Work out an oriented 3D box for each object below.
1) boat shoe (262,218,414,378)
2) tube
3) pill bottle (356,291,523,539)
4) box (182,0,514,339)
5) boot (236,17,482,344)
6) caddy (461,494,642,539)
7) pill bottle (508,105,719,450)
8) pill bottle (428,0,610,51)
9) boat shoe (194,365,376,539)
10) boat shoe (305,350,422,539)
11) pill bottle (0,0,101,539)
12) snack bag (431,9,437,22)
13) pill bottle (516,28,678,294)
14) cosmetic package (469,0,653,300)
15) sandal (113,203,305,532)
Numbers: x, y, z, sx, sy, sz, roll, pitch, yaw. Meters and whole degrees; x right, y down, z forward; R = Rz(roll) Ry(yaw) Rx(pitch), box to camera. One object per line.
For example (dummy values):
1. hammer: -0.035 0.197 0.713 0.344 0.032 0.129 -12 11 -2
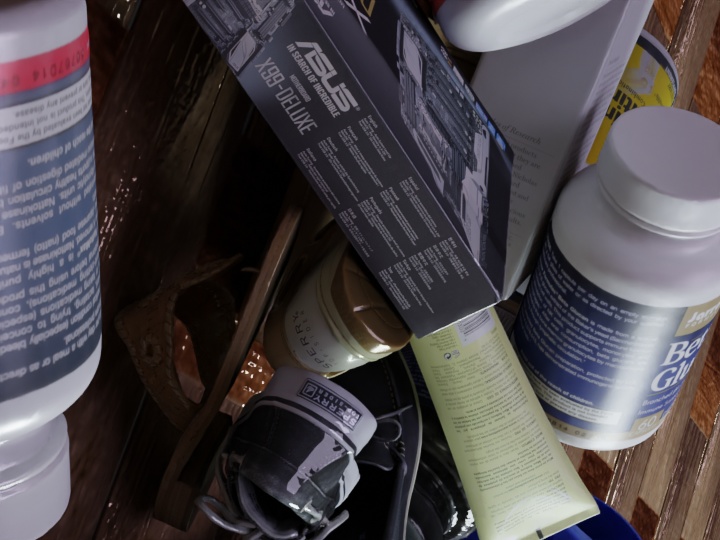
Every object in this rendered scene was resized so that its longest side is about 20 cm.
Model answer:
1. boat shoe: 0.000 0.000 0.788 0.074 0.066 0.200 60 21 -5
2. tube: 0.073 0.079 0.912 0.052 0.058 0.200 -46 118 -47
3. pill bottle: 0.052 0.105 1.005 0.200 0.112 0.112 -49 143 -42
4. box: 0.002 -0.090 0.735 0.200 0.050 0.158 56 22 -21
5. boot: 0.002 -0.050 0.900 0.175 0.066 0.200 12 94 -61
6. caddy: 0.101 0.192 1.063 0.141 0.200 0.105 -40 152 -53
7. pill bottle: 0.158 0.005 0.912 0.111 0.111 0.200 -49 161 -43
8. pill bottle: 0.062 -0.223 0.800 0.112 0.112 0.200 -9 76 -62
9. boat shoe: -0.038 0.104 0.754 0.068 0.074 0.199 -58 -177 -18
10. boat shoe: -0.005 0.111 0.888 0.062 0.075 0.200 70 20 -59
11. pill bottle: -0.152 -0.003 0.545 0.120 0.120 0.200 -34 131 -54
12. snack bag: 0.087 -0.246 1.015 0.189 0.021 0.200 -56 148 -37
13. pill bottle: 0.146 -0.080 1.104 0.200 0.112 0.112 -62 150 -28
14. cosmetic package: 0.104 -0.094 0.920 0.200 0.071 0.101 -69 168 19
15. sandal: -0.091 0.045 0.756 0.078 0.070 0.212 -65 177 -51
